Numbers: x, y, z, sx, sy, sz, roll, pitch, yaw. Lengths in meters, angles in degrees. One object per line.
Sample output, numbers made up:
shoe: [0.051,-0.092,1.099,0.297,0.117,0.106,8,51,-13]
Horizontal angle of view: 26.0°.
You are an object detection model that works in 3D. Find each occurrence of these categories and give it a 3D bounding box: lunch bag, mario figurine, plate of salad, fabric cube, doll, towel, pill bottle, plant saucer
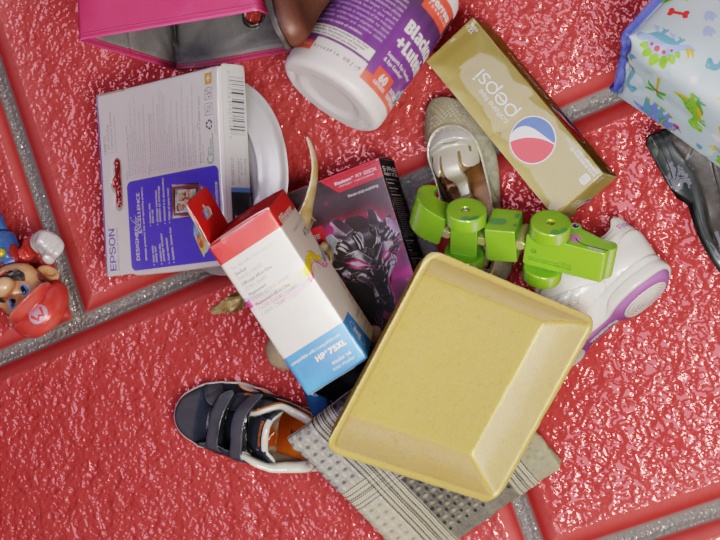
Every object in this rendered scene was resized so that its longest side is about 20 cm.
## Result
lunch bag: [0.349,-0.201,1.395,0.170,0.128,0.200,38,73,16]
mario figurine: [-0.391,-0.011,1.671,0.200,0.106,0.124,47,139,22]
plate of salad: [-0.134,-0.095,1.598,0.200,0.048,0.201,1,92,44]
fabric cube: [-0.152,-0.321,1.538,0.195,0.200,0.200,-7,86,22]
doll: [0.000,0.110,1.509,0.199,0.049,0.137,22,118,-10]
towel: [0.064,0.173,1.502,0.192,0.035,0.200,-37,110,14]
pill bottle: [0.025,-0.244,1.497,0.111,0.111,0.200,30,77,18]
plant saucer: [0.084,0.091,1.402,0.200,0.199,0.048,-62,32,10]

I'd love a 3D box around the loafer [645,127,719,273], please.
loafer: [0.338,-0.053,1.425,0.072,0.073,0.201,-30,81,13]

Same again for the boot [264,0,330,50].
boot: [0.019,-0.287,1.424,0.199,0.069,0.189,-6,43,23]

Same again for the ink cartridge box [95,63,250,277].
ink cartridge box: [-0.191,-0.097,1.590,0.199,0.043,0.199,-5,87,43]

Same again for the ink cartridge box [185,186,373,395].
ink cartridge box: [-0.070,0.000,1.401,0.067,0.116,0.200,-32,98,8]

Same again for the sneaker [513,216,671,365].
sneaker: [0.196,0.030,1.485,0.200,0.075,0.100,-37,64,12]

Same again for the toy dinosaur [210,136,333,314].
toy dinosaur: [-0.065,-0.027,1.502,0.058,0.101,0.200,37,105,20]

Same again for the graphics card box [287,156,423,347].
graphics card box: [0.000,0.000,1.559,0.125,0.051,0.201,-19,84,20]

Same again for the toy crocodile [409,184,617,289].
toy crocodile: [0.139,-0.032,1.444,0.199,0.062,0.068,11,132,16]

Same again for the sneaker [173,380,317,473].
sneaker: [-0.111,0.158,1.585,0.199,0.079,0.079,7,93,22]

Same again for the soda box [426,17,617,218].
soda box: [0.154,-0.146,1.493,0.064,0.068,0.200,-42,76,16]

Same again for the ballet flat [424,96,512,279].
ballet flat: [0.104,-0.079,1.514,0.067,0.062,0.201,-19,83,19]
